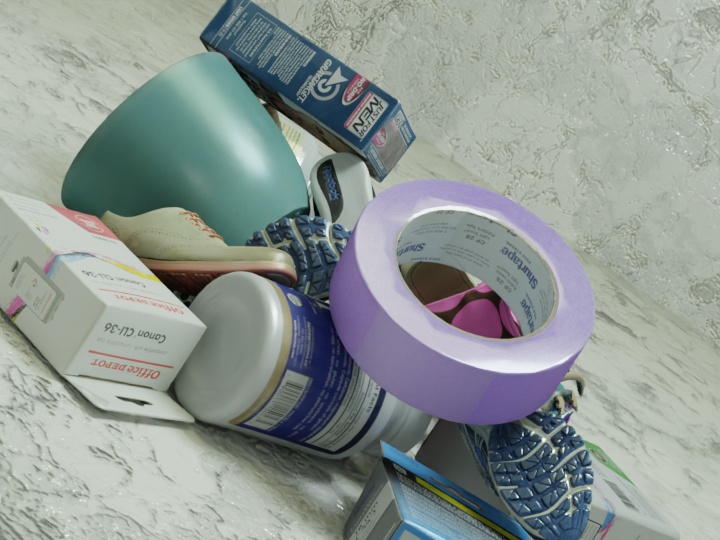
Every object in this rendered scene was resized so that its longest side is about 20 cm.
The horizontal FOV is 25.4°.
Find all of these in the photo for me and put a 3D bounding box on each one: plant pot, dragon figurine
[{"bbox_3d":[-0.143,-0.069,1.447,0.161,0.201,0.201,47,15,10],"label":"plant pot"},{"bbox_3d":[0.155,0.115,1.547,0.099,0.059,0.200,-7,3,22],"label":"dragon figurine"}]

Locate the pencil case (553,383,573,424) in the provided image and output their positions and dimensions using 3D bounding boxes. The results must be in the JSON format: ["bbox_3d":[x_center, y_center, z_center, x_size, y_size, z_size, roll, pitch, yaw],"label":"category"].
[{"bbox_3d":[0.126,0.113,1.665,0.200,0.085,0.092,36,48,14],"label":"pencil case"}]

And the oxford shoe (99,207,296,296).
[{"bbox_3d":[-0.141,-0.019,1.295,0.200,0.074,0.071,4,-22,22],"label":"oxford shoe"}]

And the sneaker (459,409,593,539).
[{"bbox_3d":[0.129,0.149,1.270,0.200,0.077,0.085,-116,-170,-45],"label":"sneaker"}]

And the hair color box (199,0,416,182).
[{"bbox_3d":[-0.049,-0.172,1.497,0.200,0.061,0.100,36,-5,18],"label":"hair color box"}]

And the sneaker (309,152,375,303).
[{"bbox_3d":[0.000,0.000,1.430,0.112,0.073,0.200,74,9,-50],"label":"sneaker"}]

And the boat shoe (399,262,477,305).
[{"bbox_3d":[0.077,0.021,1.466,0.200,0.075,0.068,68,-2,-50],"label":"boat shoe"}]

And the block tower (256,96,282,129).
[{"bbox_3d":[-0.099,-0.071,1.576,0.054,0.200,0.058,-7,13,22],"label":"block tower"}]

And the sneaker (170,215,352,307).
[{"bbox_3d":[-0.075,0.014,1.345,0.085,0.200,0.077,42,39,-56],"label":"sneaker"}]

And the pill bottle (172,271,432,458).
[{"bbox_3d":[-0.039,0.084,1.270,0.200,0.120,0.120,23,16,-41],"label":"pill bottle"}]

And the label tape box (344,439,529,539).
[{"bbox_3d":[0.065,0.211,1.176,0.144,0.063,0.200,32,5,-8],"label":"label tape box"}]

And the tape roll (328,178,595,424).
[{"bbox_3d":[0.079,0.021,1.242,0.200,0.066,0.200,14,45,-14],"label":"tape roll"}]

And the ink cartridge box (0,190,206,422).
[{"bbox_3d":[-0.199,0.027,1.200,0.200,0.068,0.116,42,15,32],"label":"ink cartridge box"}]

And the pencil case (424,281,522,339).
[{"bbox_3d":[0.060,0.069,1.393,0.091,0.200,0.094,12,61,-66],"label":"pencil case"}]

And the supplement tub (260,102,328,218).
[{"bbox_3d":[-0.135,-0.114,1.719,0.200,0.145,0.145,32,12,-10],"label":"supplement tub"}]

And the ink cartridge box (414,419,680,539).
[{"bbox_3d":[0.166,0.202,1.428,0.200,0.084,0.145,25,16,-38],"label":"ink cartridge box"}]
